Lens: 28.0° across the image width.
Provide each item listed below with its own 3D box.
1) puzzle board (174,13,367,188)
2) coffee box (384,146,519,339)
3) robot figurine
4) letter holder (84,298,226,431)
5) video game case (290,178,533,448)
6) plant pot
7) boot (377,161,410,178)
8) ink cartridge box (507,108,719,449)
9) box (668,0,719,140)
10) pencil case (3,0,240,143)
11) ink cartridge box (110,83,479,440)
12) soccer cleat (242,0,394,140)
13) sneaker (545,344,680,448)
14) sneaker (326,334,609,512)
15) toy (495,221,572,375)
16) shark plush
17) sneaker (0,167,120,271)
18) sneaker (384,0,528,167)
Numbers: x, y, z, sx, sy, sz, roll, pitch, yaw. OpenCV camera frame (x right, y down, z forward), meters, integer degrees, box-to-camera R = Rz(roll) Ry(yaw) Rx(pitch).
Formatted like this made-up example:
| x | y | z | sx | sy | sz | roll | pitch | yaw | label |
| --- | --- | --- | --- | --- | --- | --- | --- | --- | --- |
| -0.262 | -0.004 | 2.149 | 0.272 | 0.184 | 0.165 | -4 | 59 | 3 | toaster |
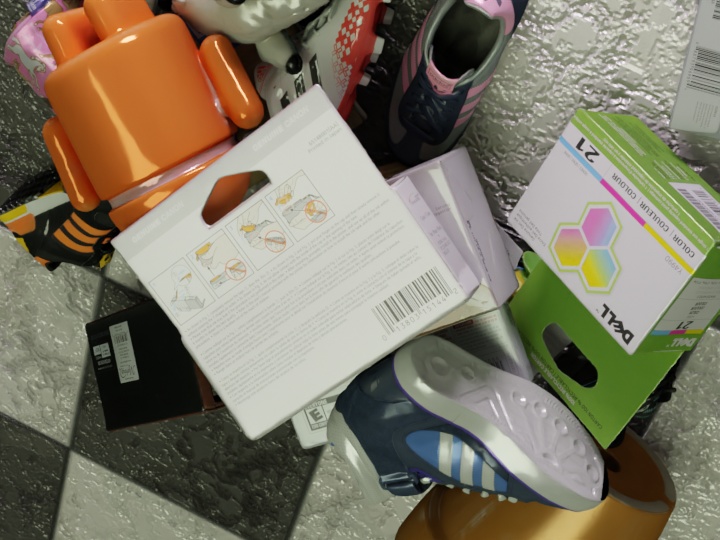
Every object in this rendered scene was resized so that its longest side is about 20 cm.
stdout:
| x | y | z | sx | sy | sz | roll | pitch | yaw | label |
| --- | --- | --- | --- | --- | --- | --- | --- | --- | --- |
| -0.109 | -0.141 | 1.161 | 0.199 | 0.017 | 0.151 | -26 | 108 | 36 | puzzle board |
| 0.000 | 0.000 | 1.058 | 0.199 | 0.080 | 0.115 | -20 | 96 | 21 | coffee box |
| -0.151 | -0.106 | 1.046 | 0.201 | 0.143 | 0.117 | 64 | 163 | -8 | robot figurine |
| -0.129 | 0.069 | 1.254 | 0.200 | 0.141 | 0.101 | -18 | 85 | 56 | letter holder |
| 0.012 | 0.029 | 1.117 | 0.199 | 0.023 | 0.183 | -18 | 98 | 21 | video game case |
| 0.158 | 0.215 | 1.191 | 0.200 | 0.200 | 0.184 | 35 | 115 | -1 | plant pot |
| -0.025 | 0.003 | 1.164 | 0.200 | 0.071 | 0.145 | -14 | 94 | 25 | boot |
| 0.168 | 0.011 | 1.027 | 0.148 | 0.075 | 0.201 | 50 | 122 | 32 | ink cartridge box |
| 0.316 | -0.140 | 0.940 | 0.199 | 0.041 | 0.157 | 17 | 129 | 15 | box |
| -0.186 | -0.136 | 1.139 | 0.200 | 0.083 | 0.086 | 44 | 141 | -7 | pencil case |
| -0.046 | -0.005 | 1.003 | 0.199 | 0.045 | 0.177 | -34 | 93 | 22 | ink cartridge box |
| -0.032 | -0.153 | 1.067 | 0.085 | 0.069 | 0.201 | 20 | 124 | -2 | soccer cleat |
| 0.221 | 0.060 | 1.096 | 0.080 | 0.075 | 0.200 | 62 | 142 | 24 | sneaker |
| 0.070 | 0.140 | 1.090 | 0.199 | 0.081 | 0.146 | 33 | 132 | -15 | sneaker |
| 0.089 | 0.057 | 1.185 | 0.115 | 0.047 | 0.200 | 47 | 124 | 7 | toy |
| -0.090 | -0.207 | 1.062 | 0.091 | 0.084 | 0.199 | 41 | 163 | -35 | shark plush |
| -0.227 | -0.047 | 1.254 | 0.199 | 0.070 | 0.090 | -9 | 123 | 39 | sneaker |
| 0.057 | -0.141 | 1.036 | 0.070 | 0.082 | 0.201 | 28 | 131 | 4 | sneaker |
